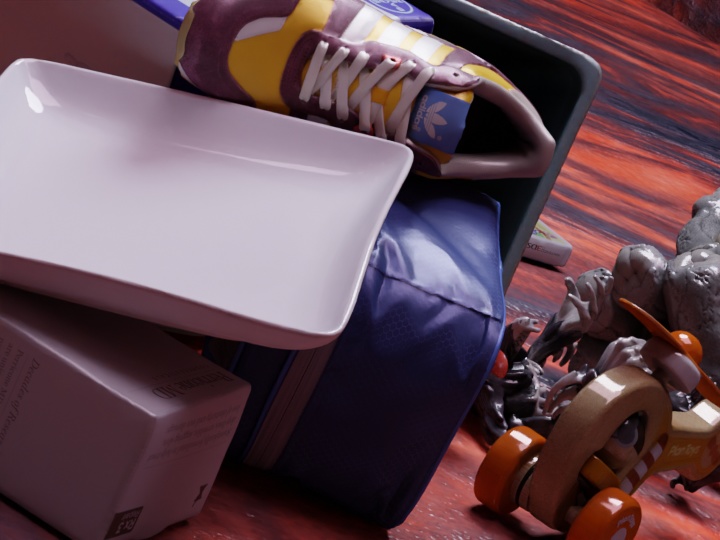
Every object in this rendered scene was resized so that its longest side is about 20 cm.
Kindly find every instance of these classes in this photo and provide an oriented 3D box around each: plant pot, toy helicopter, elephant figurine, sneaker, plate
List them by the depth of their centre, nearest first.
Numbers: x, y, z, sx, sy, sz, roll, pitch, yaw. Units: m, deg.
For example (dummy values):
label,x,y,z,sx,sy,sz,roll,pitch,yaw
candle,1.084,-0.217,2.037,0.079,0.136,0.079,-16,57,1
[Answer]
label,x,y,z,sx,sy,sz,roll,pitch,yaw
plate,-0.089,-0.027,1.160,0.199,0.032,0.200,13,28,5
sneaker,0.007,-0.091,1.266,0.199,0.075,0.090,10,15,-36
toy helicopter,0.154,0.083,1.394,0.079,0.133,0.200,33,15,28
plant pot,0.013,-0.086,1.677,0.196,0.196,0.200,23,4,-9
elephant figurine,0.238,0.035,1.701,0.141,0.156,0.200,8,10,36

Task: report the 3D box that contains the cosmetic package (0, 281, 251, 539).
label,x,y,z,sx,sy,sz,roll,pitch,yaw
cosmetic package,-0.158,0.037,1.137,0.200,0.074,0.102,29,15,17

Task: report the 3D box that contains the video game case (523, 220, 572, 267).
label,x,y,z,sx,sy,sz,roll,pitch,yaw
video game case,0.042,-0.070,1.994,0.182,0.022,0.200,15,16,-36

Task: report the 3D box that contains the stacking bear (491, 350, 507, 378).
label,x,y,z,sx,sy,sz,roll,pitch,yaw
stacking bear,0.000,0.000,1.463,0.200,0.114,0.121,42,4,34

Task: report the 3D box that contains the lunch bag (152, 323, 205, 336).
label,x,y,z,sx,sy,sz,roll,pitch,yaw
lunch bag,-0.149,-0.026,1.374,0.160,0.077,0.200,35,16,28

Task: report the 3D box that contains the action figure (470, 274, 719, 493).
label,x,y,z,sx,sy,sz,roll,pitch,yaw
action figure,0.128,0.059,1.506,0.199,0.102,0.119,19,27,-28

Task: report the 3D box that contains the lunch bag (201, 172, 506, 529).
label,x,y,z,sx,sy,sz,roll,pitch,yaw
lunch bag,-0.014,0.016,1.291,0.132,0.136,0.200,23,24,-10

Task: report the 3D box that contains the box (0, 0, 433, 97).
label,x,y,z,sx,sy,sz,roll,pitch,yaw
box,-0.097,-0.125,1.386,0.184,0.105,0.200,34,26,31
